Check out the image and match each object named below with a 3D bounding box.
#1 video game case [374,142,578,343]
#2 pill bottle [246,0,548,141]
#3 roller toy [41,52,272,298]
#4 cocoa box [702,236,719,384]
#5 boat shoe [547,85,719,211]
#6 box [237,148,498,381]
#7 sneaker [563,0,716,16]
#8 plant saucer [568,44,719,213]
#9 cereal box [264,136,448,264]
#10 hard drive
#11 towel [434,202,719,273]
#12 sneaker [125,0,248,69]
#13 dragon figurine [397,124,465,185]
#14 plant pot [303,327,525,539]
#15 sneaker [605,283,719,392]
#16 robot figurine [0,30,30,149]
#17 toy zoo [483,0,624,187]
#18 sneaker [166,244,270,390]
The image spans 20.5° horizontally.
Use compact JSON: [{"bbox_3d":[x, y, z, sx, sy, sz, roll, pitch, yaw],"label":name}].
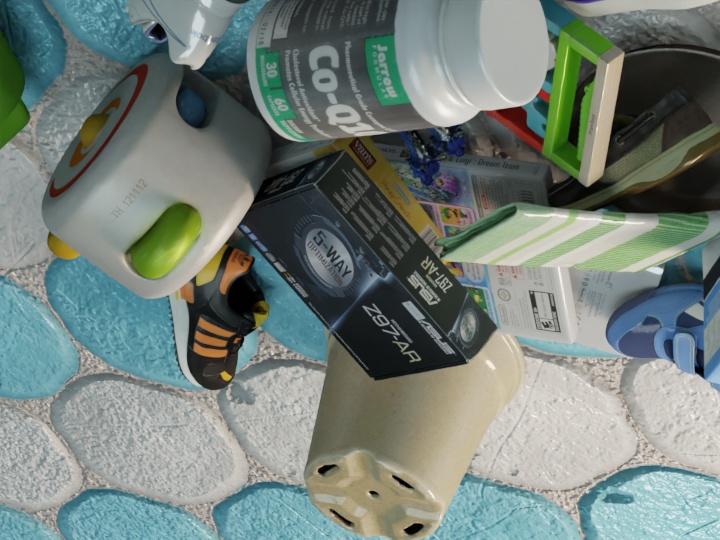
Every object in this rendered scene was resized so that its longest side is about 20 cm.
[{"bbox_3d":[0.088,-0.023,1.710,0.181,0.024,0.201,9,139,23],"label":"video game case"},{"bbox_3d":[0.026,-0.156,1.425,0.199,0.113,0.113,-4,136,37],"label":"pill bottle"},{"bbox_3d":[-0.178,-0.084,1.682,0.140,0.183,0.200,37,162,-18],"label":"roller toy"},{"bbox_3d":[0.383,0.026,1.557,0.199,0.132,0.134,14,143,-10],"label":"cocoa box"},{"bbox_3d":[0.206,-0.092,1.539,0.200,0.073,0.065,-26,88,56],"label":"boat shoe"},{"bbox_3d":[0.000,0.000,1.649,0.200,0.044,0.160,49,153,-15],"label":"box"},{"bbox_3d":[0.188,-0.255,1.384,0.199,0.081,0.147,-8,138,40],"label":"sneaker"},{"bbox_3d":[0.259,-0.108,1.567,0.199,0.032,0.201,14,142,11],"label":"plant saucer"},{"bbox_3d":[-0.023,-0.046,1.706,0.144,0.040,0.200,52,150,-15],"label":"cereal box"},{"bbox_3d":[0.159,0.004,1.752,0.199,0.025,0.132,17,141,6],"label":"hard drive"},{"bbox_3d":[0.177,-0.028,1.582,0.199,0.024,0.152,3,166,-23],"label":"towel"},{"bbox_3d":[-0.155,-0.227,1.507,0.074,0.200,0.087,14,116,-36],"label":"sneaker"},{"bbox_3d":[0.023,-0.156,1.565,0.099,0.059,0.201,31,155,41],"label":"dragon figurine"},{"bbox_3d":[0.036,0.141,1.846,0.199,0.184,0.201,13,141,10],"label":"plant pot"},{"bbox_3d":[0.306,0.062,1.692,0.199,0.083,0.074,-1,144,16],"label":"sneaker"},{"bbox_3d":[-0.363,-0.186,1.699,0.175,0.116,0.200,29,155,43],"label":"robot figurine"},{"bbox_3d":[0.112,-0.166,1.507,0.200,0.020,0.132,39,148,28],"label":"toy zoo"},{"bbox_3d":[-0.128,0.051,1.907,0.089,0.070,0.201,11,139,18],"label":"sneaker"}]
